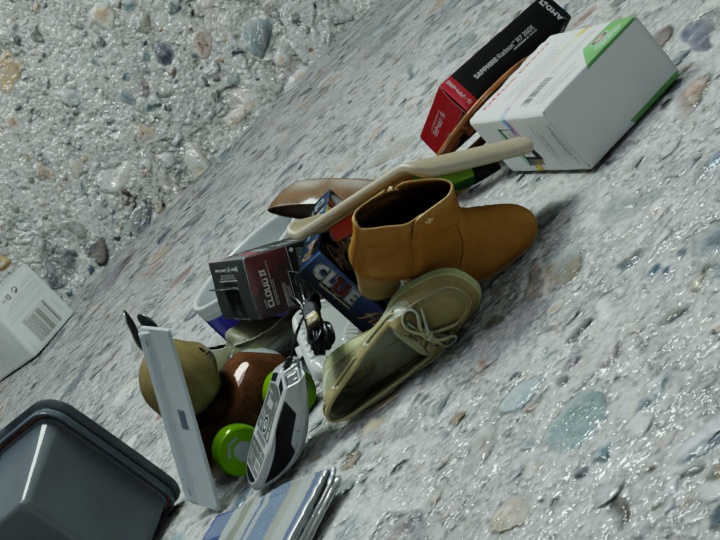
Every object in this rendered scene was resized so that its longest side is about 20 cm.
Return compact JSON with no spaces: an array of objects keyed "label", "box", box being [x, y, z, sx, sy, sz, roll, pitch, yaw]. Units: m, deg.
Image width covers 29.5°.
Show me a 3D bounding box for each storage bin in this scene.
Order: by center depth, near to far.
[{"label":"storage bin","box":[-0.315,0.263,1.469,0.145,0.200,0.135,-35,26,29]}]

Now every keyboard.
[{"label":"keyboard","box":[-0.186,0.153,1.408,0.056,0.201,0.011,-1,19,45]}]

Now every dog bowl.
[{"label":"dog bowl","box":[-0.134,0.009,1.885,0.200,0.079,0.200,-41,15,13]}]

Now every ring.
[{"label":"ring","box":[0.153,-0.177,1.633,0.200,0.019,0.200,-45,-9,-10]}]

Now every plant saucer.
[{"label":"plant saucer","box":[-0.010,-0.083,1.623,0.200,0.200,0.037,173,99,-66]}]

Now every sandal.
[{"label":"sandal","box":[-0.035,0.084,1.465,0.203,0.082,0.050,-90,6,-71]}]

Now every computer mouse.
[{"label":"computer mouse","box":[-0.066,0.124,1.352,0.110,0.044,0.201,-134,59,-68]}]

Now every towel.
[{"label":"towel","box":[-0.104,0.258,1.233,0.200,0.024,0.147,-31,22,47]}]

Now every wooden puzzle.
[{"label":"wooden puzzle","box":[0.051,-0.075,1.352,0.185,0.037,0.200,-17,-5,-45]}]

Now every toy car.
[{"label":"toy car","box":[-0.176,0.110,1.479,0.158,0.200,0.164,-48,16,-17]}]

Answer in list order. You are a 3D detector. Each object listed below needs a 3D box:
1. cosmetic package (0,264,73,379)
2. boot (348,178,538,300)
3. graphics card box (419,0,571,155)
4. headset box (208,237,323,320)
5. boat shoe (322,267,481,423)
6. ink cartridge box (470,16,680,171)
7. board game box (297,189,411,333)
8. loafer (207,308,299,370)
[{"label":"cosmetic package","box":[-0.818,0.123,3.207,0.200,0.165,0.165,-30,19,43]},{"label":"boot","box":[0.084,-0.042,1.268,0.200,0.071,0.144,-20,-26,-13]},{"label":"graphics card box","box":[0.162,-0.233,1.648,0.200,0.051,0.126,-42,-12,-22]},{"label":"headset box","box":[-0.078,0.001,1.606,0.199,0.078,0.149,-17,4,-21]},{"label":"boat shoe","box":[0.036,0.073,1.287,0.200,0.073,0.063,-37,28,30]},{"label":"ink cartridge box","box":[0.223,-0.184,1.459,0.145,0.084,0.200,-46,15,-10]},{"label":"board game box","box":[0.000,0.000,1.443,0.035,0.135,0.200,-43,15,17]},{"label":"loafer","box":[-0.129,0.086,1.635,0.200,0.070,0.075,-33,-12,37]}]
